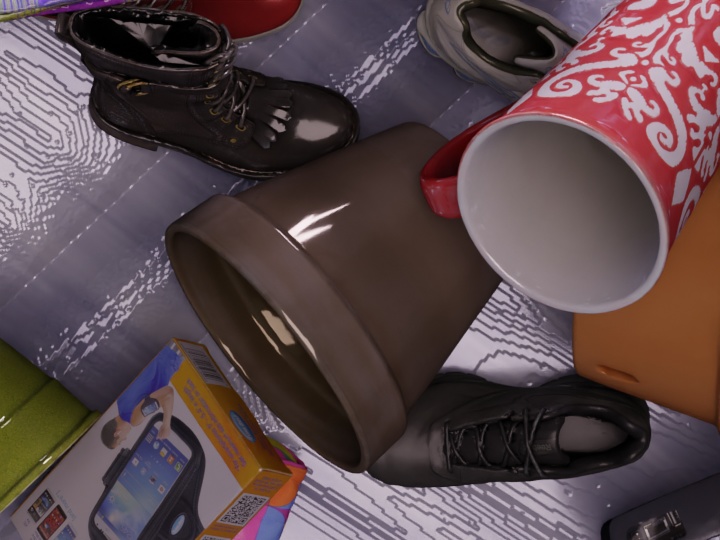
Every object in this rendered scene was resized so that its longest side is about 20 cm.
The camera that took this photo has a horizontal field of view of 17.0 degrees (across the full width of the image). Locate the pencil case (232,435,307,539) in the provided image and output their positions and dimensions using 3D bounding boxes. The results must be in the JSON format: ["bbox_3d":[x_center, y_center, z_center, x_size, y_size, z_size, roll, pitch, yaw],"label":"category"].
[{"bbox_3d":[-0.106,0.201,1.605,0.088,0.088,0.201,23,92,-6],"label":"pencil case"}]

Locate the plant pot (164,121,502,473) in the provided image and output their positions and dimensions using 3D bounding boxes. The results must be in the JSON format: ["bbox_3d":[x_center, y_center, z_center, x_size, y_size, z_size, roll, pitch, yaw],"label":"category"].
[{"bbox_3d":[0.000,0.000,1.554,0.173,0.200,0.200,-39,97,-17],"label":"plant pot"}]

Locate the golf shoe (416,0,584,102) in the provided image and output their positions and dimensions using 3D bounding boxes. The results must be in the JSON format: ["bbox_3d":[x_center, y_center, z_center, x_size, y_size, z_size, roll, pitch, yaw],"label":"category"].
[{"bbox_3d":[0.131,-0.126,1.583,0.199,0.097,0.079,25,92,-8],"label":"golf shoe"}]

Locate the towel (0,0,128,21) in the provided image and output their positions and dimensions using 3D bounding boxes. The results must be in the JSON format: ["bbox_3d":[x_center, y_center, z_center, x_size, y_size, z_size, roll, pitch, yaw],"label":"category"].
[{"bbox_3d":[-0.160,-0.230,1.435,0.199,0.023,0.144,-12,88,-5],"label":"towel"}]

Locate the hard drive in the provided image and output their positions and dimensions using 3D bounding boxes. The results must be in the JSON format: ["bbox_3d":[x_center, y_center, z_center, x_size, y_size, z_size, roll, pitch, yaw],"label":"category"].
[{"bbox_3d":[0.254,0.152,1.604,0.199,0.135,0.043,-21,82,0],"label":"hard drive"}]

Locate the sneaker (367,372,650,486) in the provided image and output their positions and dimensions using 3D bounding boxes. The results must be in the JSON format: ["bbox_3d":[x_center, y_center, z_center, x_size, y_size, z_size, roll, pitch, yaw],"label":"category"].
[{"bbox_3d":[0.098,0.108,1.599,0.199,0.091,0.076,-9,98,-2],"label":"sneaker"}]

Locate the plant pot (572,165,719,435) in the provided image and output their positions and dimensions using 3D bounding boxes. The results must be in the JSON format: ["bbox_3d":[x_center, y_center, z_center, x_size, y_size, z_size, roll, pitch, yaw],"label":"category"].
[{"bbox_3d":[0.216,0.006,1.565,0.139,0.200,0.201,7,95,12],"label":"plant pot"}]

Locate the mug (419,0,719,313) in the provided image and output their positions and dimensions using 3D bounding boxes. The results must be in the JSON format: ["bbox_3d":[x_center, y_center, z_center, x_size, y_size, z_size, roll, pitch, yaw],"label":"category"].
[{"bbox_3d":[0.142,-0.092,1.461,0.177,0.200,0.134,22,132,18],"label":"mug"}]

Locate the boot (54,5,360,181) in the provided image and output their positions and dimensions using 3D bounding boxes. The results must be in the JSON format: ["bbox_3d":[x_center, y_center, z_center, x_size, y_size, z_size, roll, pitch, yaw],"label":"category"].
[{"bbox_3d":[-0.093,-0.116,1.522,0.199,0.174,0.070,6,77,-4],"label":"boot"}]

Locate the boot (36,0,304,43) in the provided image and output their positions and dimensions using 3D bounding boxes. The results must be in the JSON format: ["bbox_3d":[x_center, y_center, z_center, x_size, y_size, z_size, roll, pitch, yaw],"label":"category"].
[{"bbox_3d":[-0.131,-0.181,1.534,0.199,0.144,0.073,2,94,-6],"label":"boot"}]

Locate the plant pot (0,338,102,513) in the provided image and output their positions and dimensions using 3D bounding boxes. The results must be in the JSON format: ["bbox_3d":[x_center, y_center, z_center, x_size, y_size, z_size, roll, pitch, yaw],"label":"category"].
[{"bbox_3d":[-0.302,0.091,1.528,0.200,0.200,0.193,-43,92,1],"label":"plant pot"}]

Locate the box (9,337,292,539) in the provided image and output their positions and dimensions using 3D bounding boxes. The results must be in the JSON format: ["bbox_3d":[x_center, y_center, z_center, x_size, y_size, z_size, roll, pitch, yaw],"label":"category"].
[{"bbox_3d":[-0.146,0.156,1.570,0.200,0.041,0.119,-46,59,15],"label":"box"}]
